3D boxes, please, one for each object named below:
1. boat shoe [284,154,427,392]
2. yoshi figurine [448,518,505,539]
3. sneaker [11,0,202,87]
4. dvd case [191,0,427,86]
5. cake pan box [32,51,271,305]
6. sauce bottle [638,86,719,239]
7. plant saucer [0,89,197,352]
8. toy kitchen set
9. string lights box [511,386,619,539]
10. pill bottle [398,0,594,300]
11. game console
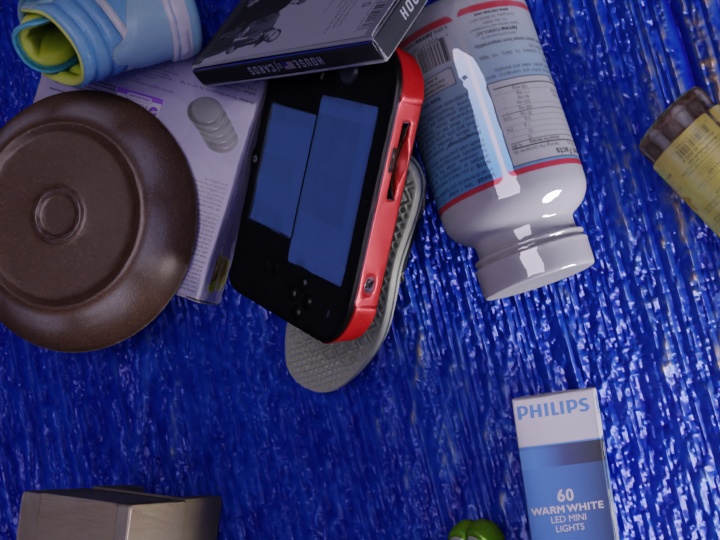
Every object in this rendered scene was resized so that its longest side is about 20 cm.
[{"bbox_3d":[0.000,0.000,0.851,0.074,0.062,0.203,23,111,7],"label":"boat shoe"},{"bbox_3d":[0.072,0.278,0.796,0.111,0.112,0.204,-11,80,17],"label":"yoshi figurine"},{"bbox_3d":[-0.216,-0.216,0.872,0.129,0.080,0.200,-24,51,-20],"label":"sneaker"},{"bbox_3d":[-0.020,-0.197,0.814,0.198,0.025,0.151,4,54,47],"label":"dvd case"},{"bbox_3d":[-0.179,-0.088,0.911,0.197,0.052,0.187,15,86,13],"label":"cake pan box"},{"bbox_3d":[0.279,-0.035,0.798,0.065,0.065,0.201,-40,77,6],"label":"sauce bottle"},{"bbox_3d":[-0.222,-0.040,0.874,0.197,0.037,0.204,-1,86,14],"label":"plant saucer"},{"bbox_3d":[-0.212,0.256,0.819,0.160,0.180,0.204,4,82,13],"label":"toy kitchen set"},{"bbox_3d":[0.147,0.184,0.788,0.058,0.103,0.204,-8,84,12],"label":"string lights box"},{"bbox_3d":[0.096,-0.088,0.820,0.107,0.109,0.203,-18,82,10],"label":"pill bottle"},{"bbox_3d":[-0.032,-0.064,0.811,0.176,0.031,0.203,23,103,50],"label":"game console"}]
